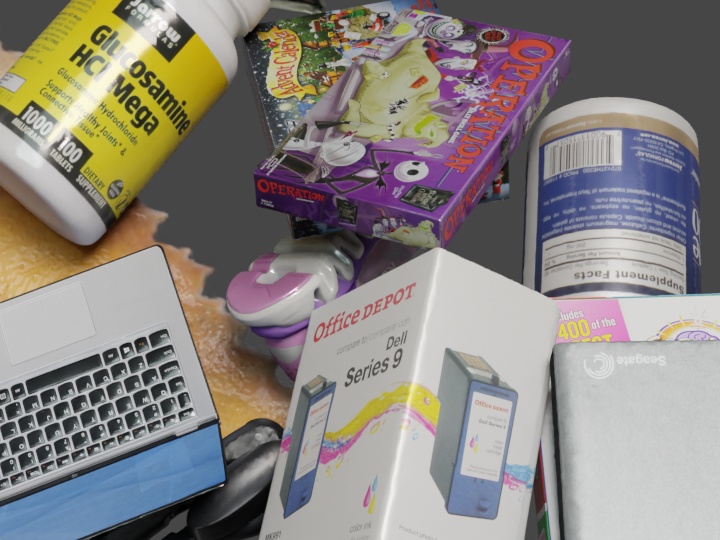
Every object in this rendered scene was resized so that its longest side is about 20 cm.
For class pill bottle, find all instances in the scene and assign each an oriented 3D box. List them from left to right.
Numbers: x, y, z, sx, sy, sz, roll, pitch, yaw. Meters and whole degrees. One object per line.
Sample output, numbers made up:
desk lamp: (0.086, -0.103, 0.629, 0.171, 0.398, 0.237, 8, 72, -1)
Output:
pill bottle: (-0.151, -0.125, 0.989, 0.112, 0.113, 0.201, 35, 77, 14)
pill bottle: (0.153, 0.006, 0.948, 0.109, 0.111, 0.203, 5, 65, 1)

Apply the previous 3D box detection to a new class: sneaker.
sneaker: (0.000, 0.000, 0.973, 0.080, 0.089, 0.200, -1, 33, 43)

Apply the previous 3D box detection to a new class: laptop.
laptop: (-0.183, 0.080, 0.896, 0.185, 0.116, 0.202, -20, 67, -4)

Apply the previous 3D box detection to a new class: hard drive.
hard drive: (0.165, 0.132, 0.743, 0.137, 0.033, 0.203, -1, 66, 0)

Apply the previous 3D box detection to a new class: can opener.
can opener: (-0.120, 0.155, 0.904, 0.199, 0.079, 0.064, -34, 62, -2)

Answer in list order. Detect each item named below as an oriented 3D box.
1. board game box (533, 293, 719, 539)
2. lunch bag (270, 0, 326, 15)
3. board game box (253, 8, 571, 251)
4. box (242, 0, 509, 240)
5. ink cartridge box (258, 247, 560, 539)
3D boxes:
board game box: (0.166, 0.108, 0.808, 0.151, 0.041, 0.202, -1, 58, 0)
lunch bag: (-0.103, -0.288, 1.078, 0.197, 0.118, 0.166, 11, 65, 10)
board game box: (0.035, -0.089, 0.915, 0.119, 0.033, 0.200, 18, 43, 19)
box: (0.004, -0.104, 0.989, 0.135, 0.038, 0.201, -11, 39, -7)
ink cartridge box: (0.019, 0.108, 0.812, 0.087, 0.145, 0.202, 25, 65, -23)
